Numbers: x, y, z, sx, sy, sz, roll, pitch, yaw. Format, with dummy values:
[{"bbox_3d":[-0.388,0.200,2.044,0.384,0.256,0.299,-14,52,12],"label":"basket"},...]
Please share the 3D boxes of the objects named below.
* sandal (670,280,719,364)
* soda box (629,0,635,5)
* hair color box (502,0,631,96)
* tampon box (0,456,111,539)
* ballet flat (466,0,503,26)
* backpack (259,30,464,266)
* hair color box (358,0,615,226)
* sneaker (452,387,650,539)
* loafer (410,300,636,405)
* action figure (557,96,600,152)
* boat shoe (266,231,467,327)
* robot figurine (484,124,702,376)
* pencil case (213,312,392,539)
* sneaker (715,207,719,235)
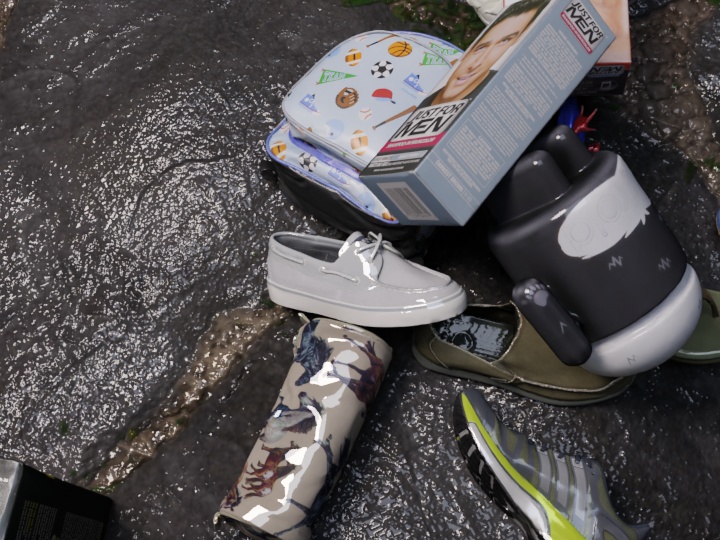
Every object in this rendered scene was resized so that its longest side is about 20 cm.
[{"bbox_3d":[0.251,0.022,0.817,0.200,0.057,0.080,20,55,13],"label":"sandal"},{"bbox_3d":[0.274,-0.318,0.943,0.200,0.068,0.064,-36,71,-9],"label":"soda box"},{"bbox_3d":[0.186,-0.261,0.860,0.110,0.064,0.201,-1,72,8],"label":"hair color box"},{"bbox_3d":[-0.304,0.214,0.720,0.149,0.200,0.127,7,70,6],"label":"tampon box"},{"bbox_3d":[0.121,-0.299,0.944,0.069,0.069,0.200,-27,67,-6],"label":"ballet flat"},{"bbox_3d":[0.027,-0.130,0.856,0.200,0.154,0.191,33,65,18],"label":"backpack"},{"bbox_3d":[0.097,-0.127,0.727,0.061,0.099,0.200,46,75,-20],"label":"hair color box"},{"bbox_3d":[0.153,0.174,0.777,0.081,0.074,0.200,-37,79,-16],"label":"sneaker"},{"bbox_3d":[0.142,0.069,0.809,0.199,0.070,0.076,6,70,6],"label":"loafer"},{"bbox_3d":[0.199,-0.121,0.878,0.051,0.065,0.201,3,69,23],"label":"action figure"},{"bbox_3d":[0.000,0.000,0.809,0.199,0.069,0.072,11,26,40],"label":"boat shoe"},{"bbox_3d":[0.178,-0.011,0.734,0.150,0.125,0.200,-38,101,-1],"label":"robot figurine"},{"bbox_3d":[-0.050,0.139,0.794,0.089,0.078,0.201,17,71,25],"label":"pencil case"},{"bbox_3d":[0.416,-0.026,0.815,0.199,0.088,0.076,24,75,14],"label":"sneaker"}]
